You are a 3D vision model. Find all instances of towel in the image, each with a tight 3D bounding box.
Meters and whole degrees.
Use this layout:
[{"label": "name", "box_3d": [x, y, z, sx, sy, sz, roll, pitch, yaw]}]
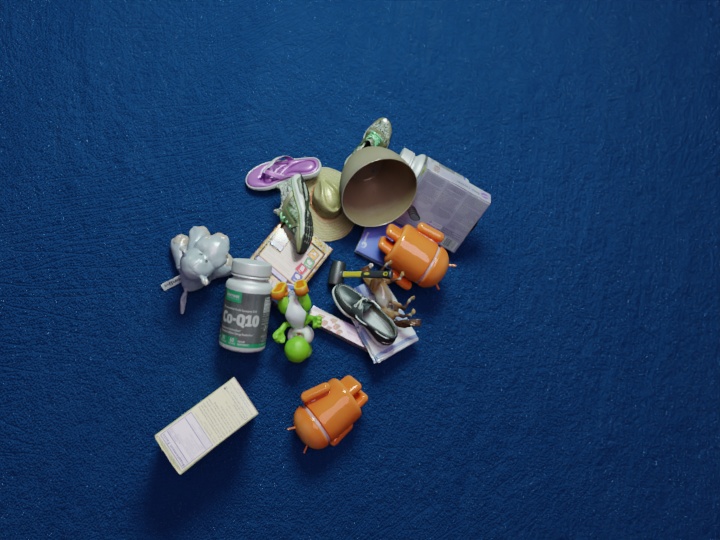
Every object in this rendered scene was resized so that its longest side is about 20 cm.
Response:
[{"label": "towel", "box_3d": [0.049, 0.120, 1.460, 0.145, 0.024, 0.202, -21, 74, -28]}]

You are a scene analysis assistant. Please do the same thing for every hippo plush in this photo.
[{"label": "hippo plush", "box_3d": [-0.388, -0.031, 1.345, 0.199, 0.161, 0.160, -38, 89, -17]}]

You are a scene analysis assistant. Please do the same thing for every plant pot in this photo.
[{"label": "plant pot", "box_3d": [0.029, -0.232, 1.449, 0.196, 0.203, 0.136, -9, 46, -15]}]

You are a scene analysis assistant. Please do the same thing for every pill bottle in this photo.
[{"label": "pill bottle", "box_3d": [0.181, -0.239, 1.545, 0.197, 0.114, 0.115, 27, 74, -6]}, {"label": "pill bottle", "box_3d": [-0.265, 0.080, 1.348, 0.111, 0.113, 0.205, 7, 96, -11]}]

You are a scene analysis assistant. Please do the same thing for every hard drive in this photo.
[{"label": "hard drive", "box_3d": [0.098, -0.066, 1.536, 0.197, 0.025, 0.134, 26, 74, -7]}]

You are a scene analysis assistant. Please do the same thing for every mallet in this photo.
[{"label": "mallet", "box_3d": [0.000, 0.000, 1.429, 0.041, 0.197, 0.067, 26, 63, -47]}]

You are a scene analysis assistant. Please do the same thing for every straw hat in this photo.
[{"label": "straw hat", "box_3d": [-0.083, -0.186, 1.487, 0.196, 0.085, 0.206, 2, 78, -12]}]

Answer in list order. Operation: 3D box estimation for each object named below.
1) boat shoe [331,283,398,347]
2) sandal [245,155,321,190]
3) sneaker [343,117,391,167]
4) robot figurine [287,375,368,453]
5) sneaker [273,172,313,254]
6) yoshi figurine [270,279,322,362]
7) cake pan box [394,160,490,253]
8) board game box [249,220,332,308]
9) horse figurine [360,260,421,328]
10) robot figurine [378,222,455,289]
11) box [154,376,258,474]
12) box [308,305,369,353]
[{"label": "boat shoe", "box_3d": [0.015, 0.099, 1.407, 0.199, 0.060, 0.076, 41, 58, 2]}, {"label": "sandal", "box_3d": [-0.200, -0.263, 1.476, 0.198, 0.050, 0.084, -14, 60, -3]}, {"label": "sneaker", "box_3d": [0.030, -0.335, 1.542, 0.076, 0.089, 0.202, 32, 73, -4]}, {"label": "robot figurine", "box_3d": [-0.078, 0.337, 1.366, 0.199, 0.145, 0.117, -38, 66, -17]}, {"label": "sneaker", "box_3d": [-0.169, -0.135, 1.425, 0.087, 0.077, 0.205, -9, 75, 12]}, {"label": "yoshi figurine", "box_3d": [-0.152, 0.133, 1.361, 0.111, 0.111, 0.204, -29, 121, -37]}, {"label": "cake pan box", "box_3d": [0.214, -0.159, 1.491, 0.197, 0.185, 0.053, 26, 41, -5]}, {"label": "board game box", "box_3d": [-0.187, -0.021, 1.449, 0.151, 0.046, 0.201, 39, 73, -2]}, {"label": "horse figurine", "box_3d": [0.073, 0.064, 1.428, 0.050, 0.132, 0.203, -24, 87, -45]}, {"label": "robot figurine", "box_3d": [0.139, -0.034, 1.459, 0.198, 0.117, 0.145, 32, 68, -4]}, {"label": "box", "box_3d": [-0.334, 0.338, 1.274, 0.198, 0.176, 0.097, -35, 87, -17]}, {"label": "box", "box_3d": [-0.043, 0.152, 1.451, 0.197, 0.041, 0.039, 27, 73, -6]}]
